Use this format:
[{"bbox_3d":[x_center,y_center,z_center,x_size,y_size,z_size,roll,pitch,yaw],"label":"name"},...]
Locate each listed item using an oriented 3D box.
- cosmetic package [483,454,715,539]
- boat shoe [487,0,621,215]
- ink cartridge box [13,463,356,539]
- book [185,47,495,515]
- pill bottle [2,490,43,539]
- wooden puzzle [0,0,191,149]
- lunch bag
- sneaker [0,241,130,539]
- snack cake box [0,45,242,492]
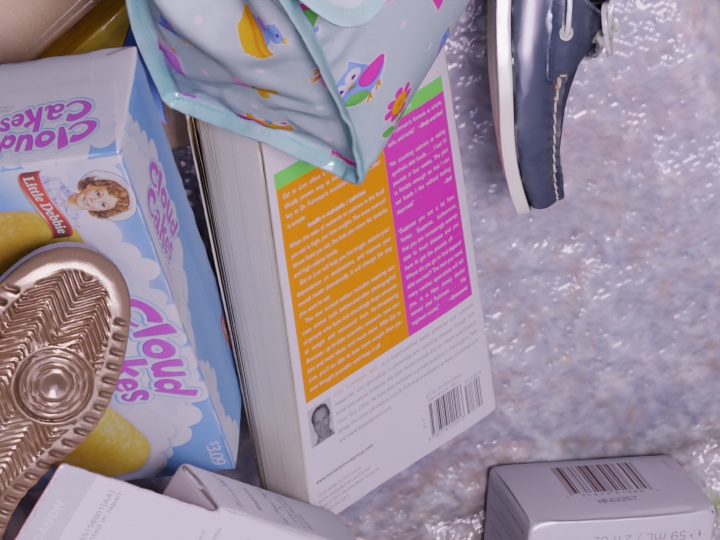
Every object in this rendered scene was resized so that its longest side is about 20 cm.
[{"bbox_3d":[0.113,0.198,1.226,0.102,0.074,0.200,-3,111,-13],"label":"cosmetic package"},{"bbox_3d":[0.086,-0.123,1.089,0.062,0.075,0.200,-5,104,-1],"label":"boat shoe"},{"bbox_3d":[-0.116,0.173,1.040,0.173,0.044,0.200,23,104,-39],"label":"ink cartridge box"},{"bbox_3d":[0.000,0.000,1.102,0.134,0.048,0.200,-29,120,-38],"label":"book"},{"bbox_3d":[-0.166,0.204,1.130,0.112,0.112,0.200,21,104,-22],"label":"pill bottle"},{"bbox_3d":[-0.163,-0.116,1.037,0.200,0.046,0.185,-13,115,-9],"label":"wooden puzzle"},{"bbox_3d":[-0.015,-0.157,0.936,0.170,0.122,0.200,-59,160,-19],"label":"lunch bag"},{"bbox_3d":[-0.159,0.063,1.008,0.070,0.109,0.200,25,104,-16],"label":"sneaker"},{"bbox_3d":[-0.127,0.005,1.033,0.115,0.067,0.200,-7,136,10],"label":"snack cake box"}]
